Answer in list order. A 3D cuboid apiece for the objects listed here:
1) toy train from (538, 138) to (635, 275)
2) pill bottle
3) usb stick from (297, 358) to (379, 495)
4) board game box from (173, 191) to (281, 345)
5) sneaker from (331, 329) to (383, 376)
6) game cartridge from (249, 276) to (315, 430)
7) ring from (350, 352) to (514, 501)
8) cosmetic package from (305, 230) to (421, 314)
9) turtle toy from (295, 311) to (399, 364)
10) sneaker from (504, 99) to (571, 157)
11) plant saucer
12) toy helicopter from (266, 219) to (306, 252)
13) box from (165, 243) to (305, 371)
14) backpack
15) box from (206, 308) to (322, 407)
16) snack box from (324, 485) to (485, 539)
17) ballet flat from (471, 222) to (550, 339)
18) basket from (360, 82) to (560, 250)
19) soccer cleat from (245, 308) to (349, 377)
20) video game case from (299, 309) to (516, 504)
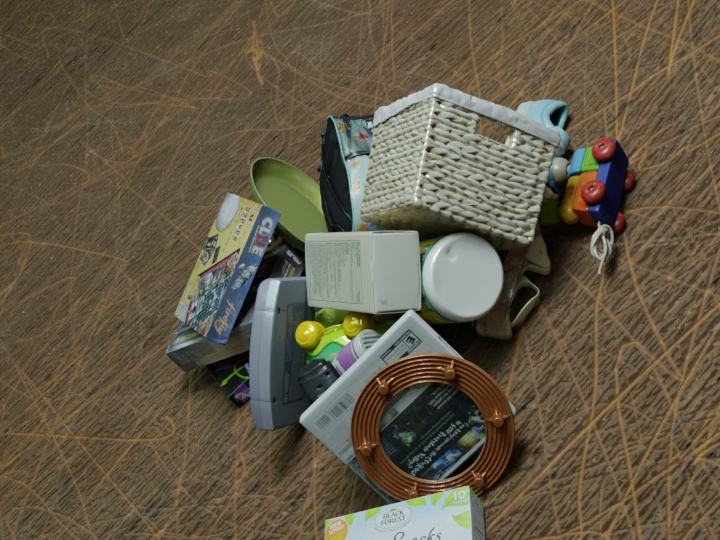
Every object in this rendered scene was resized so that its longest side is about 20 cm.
[{"bbox_3d":[0.287,-0.078,1.501,0.115,0.085,0.202,-4,53,38],"label":"toy train"},{"bbox_3d":[0.098,0.015,1.489,0.113,0.113,0.200,-55,15,-16],"label":"pill bottle"},{"bbox_3d":[-0.008,0.198,1.404,0.055,0.201,0.033,-27,15,29],"label":"usb stick"},{"bbox_3d":[-0.192,-0.006,1.603,0.135,0.034,0.202,23,90,59],"label":"board game box"},{"bbox_3d":[0.046,0.169,1.427,0.114,0.200,0.073,-46,5,34],"label":"sneaker"},{"bbox_3d":[-0.105,0.110,1.519,0.040,0.133,0.203,4,92,20],"label":"game cartridge"},{"bbox_3d":[0.086,0.196,1.342,0.199,0.202,0.019,-27,14,13],"label":"ring"},{"bbox_3d":[0.000,0.000,1.462,0.199,0.070,0.107,5,98,63],"label":"cosmetic package"},{"bbox_3d":[0.012,0.117,1.504,0.198,0.145,0.102,-12,72,28],"label":"turtle toy"},{"bbox_3d":[0.256,-0.173,1.606,0.081,0.074,0.202,-9,52,33],"label":"sneaker"},{"bbox_3d":[-0.095,-0.089,1.705,0.031,0.199,0.201,-46,39,24],"label":"plant saucer"},{"bbox_3d":[-0.122,-0.073,1.785,0.132,0.079,0.201,-20,30,40],"label":"toy helicopter"},{"bbox_3d":[-0.185,0.056,1.668,0.199,0.048,0.159,-21,36,38],"label":"box"},{"bbox_3d":[0.016,-0.109,1.645,0.151,0.177,0.202,1,51,-8],"label":"backpack"},{"bbox_3d":[-0.148,0.092,1.698,0.200,0.036,0.143,-42,43,-4],"label":"box"},{"bbox_3d":[0.051,0.350,1.332,0.198,0.053,0.143,-19,46,22],"label":"snack box"},{"bbox_3d":[0.216,0.007,1.503,0.067,0.068,0.201,18,72,22],"label":"ballet flat"},{"bbox_3d":[0.122,-0.125,1.480,0.200,0.196,0.163,-8,67,67],"label":"basket"},{"bbox_3d":[-0.079,0.099,1.608,0.200,0.084,0.065,-42,42,-2],"label":"soccer cleat"},{"bbox_3d":[0.056,0.175,1.361,0.200,0.182,0.023,-45,9,16],"label":"video game case"}]
